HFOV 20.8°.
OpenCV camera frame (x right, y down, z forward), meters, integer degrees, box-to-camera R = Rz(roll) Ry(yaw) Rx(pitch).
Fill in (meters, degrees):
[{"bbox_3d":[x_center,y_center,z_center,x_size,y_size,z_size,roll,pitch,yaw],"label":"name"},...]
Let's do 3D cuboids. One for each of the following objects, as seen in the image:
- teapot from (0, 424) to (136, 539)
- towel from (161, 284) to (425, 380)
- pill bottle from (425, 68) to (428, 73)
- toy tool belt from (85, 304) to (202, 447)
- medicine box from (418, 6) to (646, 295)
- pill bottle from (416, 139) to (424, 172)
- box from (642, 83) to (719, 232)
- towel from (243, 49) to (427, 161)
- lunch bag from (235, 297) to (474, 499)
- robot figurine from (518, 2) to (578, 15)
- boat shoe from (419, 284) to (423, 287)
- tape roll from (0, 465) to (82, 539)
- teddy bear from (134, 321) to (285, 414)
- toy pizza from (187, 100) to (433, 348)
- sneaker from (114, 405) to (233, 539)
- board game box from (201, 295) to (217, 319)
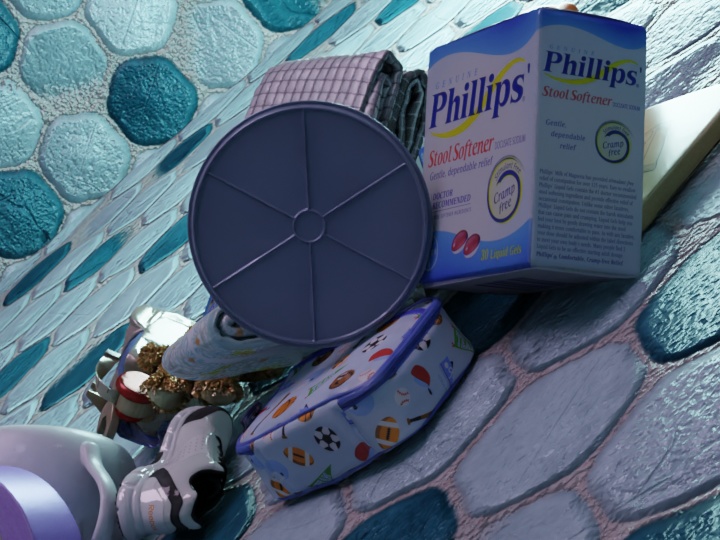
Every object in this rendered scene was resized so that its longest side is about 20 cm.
[{"bbox_3d":[-0.298,0.236,1.821,0.196,0.200,0.147,-3,66,7],"label":"teapot"},{"bbox_3d":[-0.060,0.053,1.716,0.199,0.048,0.171,-9,-13,-22],"label":"towel"},{"bbox_3d":[0.103,-0.158,2.022,0.111,0.111,0.200,-32,17,31],"label":"pill bottle"},{"bbox_3d":[-0.222,0.132,2.039,0.200,0.124,0.123,-64,-4,-64],"label":"toy tool belt"},{"bbox_3d":[0.134,-0.088,1.555,0.182,0.102,0.201,-11,75,63],"label":"medicine box"},{"bbox_3d":[0.071,-0.063,1.740,0.199,0.112,0.112,-31,17,17],"label":"pill bottle"},{"bbox_3d":[0.228,-0.078,1.644,0.200,0.021,0.163,-48,15,-22],"label":"box"},{"bbox_3d":[-0.033,-0.086,1.704,0.165,0.085,0.201,3,70,48],"label":"towel"},{"bbox_3d":[-0.007,0.102,1.616,0.200,0.076,0.160,-25,19,43],"label":"lunch bag"},{"bbox_3d":[0.173,-0.179,1.903,0.143,0.117,0.200,-25,20,40],"label":"robot figurine"},{"bbox_3d":[0.105,-0.060,1.820,0.200,0.068,0.072,-41,13,7],"label":"boat shoe"},{"bbox_3d":[-0.334,0.270,1.704,0.200,0.201,0.066,-34,-22,25],"label":"tape roll"},{"bbox_3d":[-0.149,0.088,1.929,0.144,0.067,0.200,-3,13,27],"label":"teddy bear"},{"bbox_3d":[-0.040,-0.037,1.590,0.200,0.200,0.032,-39,4,7],"label":"toy pizza"},{"bbox_3d":[-0.148,0.185,1.774,0.079,0.074,0.200,-3,24,19],"label":"sneaker"},{"bbox_3d":[-0.096,-0.009,1.894,0.152,0.045,0.200,-56,8,18],"label":"board game box"}]
